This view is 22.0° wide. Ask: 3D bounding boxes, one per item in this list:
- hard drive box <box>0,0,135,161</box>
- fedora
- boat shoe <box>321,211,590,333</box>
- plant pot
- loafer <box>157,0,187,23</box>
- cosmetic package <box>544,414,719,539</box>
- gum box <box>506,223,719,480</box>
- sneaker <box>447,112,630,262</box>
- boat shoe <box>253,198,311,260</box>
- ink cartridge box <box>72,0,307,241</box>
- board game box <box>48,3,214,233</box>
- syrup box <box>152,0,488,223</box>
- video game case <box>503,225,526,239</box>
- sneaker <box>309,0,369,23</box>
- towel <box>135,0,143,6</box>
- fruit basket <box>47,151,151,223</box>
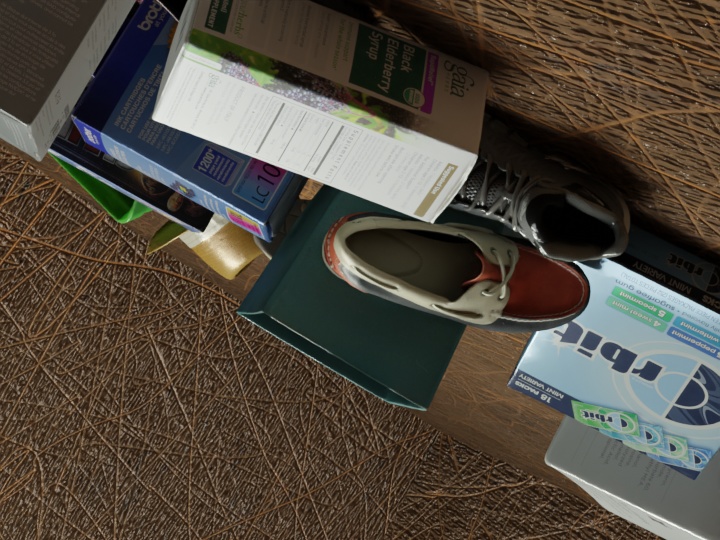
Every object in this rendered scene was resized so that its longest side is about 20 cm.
[{"bbox_3d":[-0.172,-0.176,1.087,0.077,0.200,0.156,31,172,-5],"label":"hard drive box"},{"bbox_3d":[-0.107,-0.049,1.714,0.082,0.200,0.201,53,170,-7],"label":"fedora"},{"bbox_3d":[0.072,0.000,1.300,0.199,0.072,0.063,13,173,-10],"label":"boat shoe"},{"bbox_3d":[0.025,-0.018,1.393,0.141,0.200,0.141,32,173,-9],"label":"plant pot"},{"bbox_3d":[-0.141,-0.214,1.245,0.200,0.063,0.072,35,171,-35],"label":"loafer"},{"bbox_3d":[0.306,0.159,1.638,0.200,0.165,0.165,24,172,36],"label":"cosmetic package"},{"bbox_3d":[0.220,0.060,1.408,0.169,0.045,0.200,26,143,5],"label":"gum box"},{"bbox_3d":[0.097,-0.060,1.258,0.199,0.075,0.116,21,-170,-3],"label":"sneaker"},{"bbox_3d":[0.000,0.000,1.599,0.199,0.075,0.073,22,163,6],"label":"boat shoe"},{"bbox_3d":[-0.123,-0.130,1.401,0.199,0.137,0.076,28,170,8],"label":"ink cartridge box"},{"bbox_3d":[-0.182,-0.135,1.477,0.200,0.136,0.035,29,174,-24],"label":"board game box"},{"bbox_3d":[-0.024,-0.112,1.182,0.199,0.079,0.082,19,140,-12],"label":"syrup box"},{"bbox_3d":[0.163,0.010,1.538,0.182,0.022,0.200,27,171,21],"label":"video game case"},{"bbox_3d":[-0.031,-0.139,1.259,0.073,0.082,0.200,28,172,35],"label":"sneaker"},{"bbox_3d":[-0.185,-0.223,1.523,0.200,0.030,0.146,31,174,-31],"label":"towel"},{"bbox_3d":[-0.238,-0.153,1.590,0.215,0.156,0.216,20,-158,-9],"label":"fruit basket"}]
